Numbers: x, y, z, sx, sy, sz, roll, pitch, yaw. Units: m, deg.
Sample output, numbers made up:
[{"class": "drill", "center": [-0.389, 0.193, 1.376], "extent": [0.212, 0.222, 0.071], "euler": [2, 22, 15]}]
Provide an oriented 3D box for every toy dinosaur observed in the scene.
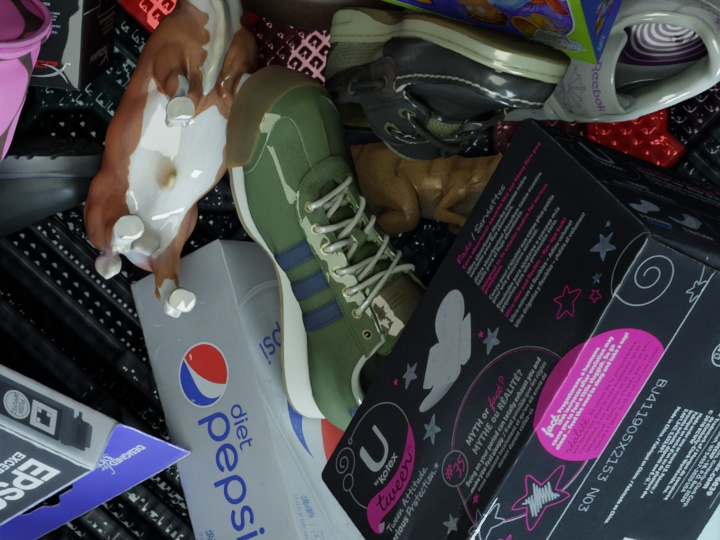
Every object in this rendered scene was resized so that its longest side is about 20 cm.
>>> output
[{"class": "toy dinosaur", "center": [0.010, -0.044, 1.238], "extent": [0.200, 0.060, 0.106], "euler": [11, 101, 14]}]

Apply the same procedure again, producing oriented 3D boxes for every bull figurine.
[{"class": "bull figurine", "center": [-0.088, -0.078, 1.182], "extent": [0.065, 0.121, 0.200], "euler": [11, 114, -15]}]

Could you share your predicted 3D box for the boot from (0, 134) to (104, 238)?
[{"class": "boot", "center": [-0.205, 0.031, 1.278], "extent": [0.165, 0.066, 0.200], "euler": [0, 102, 17]}]

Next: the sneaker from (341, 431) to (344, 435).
[{"class": "sneaker", "center": [-0.022, 0.117, 1.271], "extent": [0.079, 0.075, 0.200], "euler": [18, 106, 6]}]

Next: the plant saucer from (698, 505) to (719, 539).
[{"class": "plant saucer", "center": [0.119, 0.122, 1.195], "extent": [0.201, 0.039, 0.201], "euler": [2, 106, 7]}]

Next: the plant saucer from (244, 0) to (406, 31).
[{"class": "plant saucer", "center": [-0.019, -0.217, 1.203], "extent": [0.200, 0.034, 0.201], "euler": [2, 106, 9]}]

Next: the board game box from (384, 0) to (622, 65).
[{"class": "board game box", "center": [0.014, -0.162, 1.061], "extent": [0.200, 0.134, 0.045], "euler": [19, 79, 16]}]

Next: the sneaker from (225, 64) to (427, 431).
[{"class": "sneaker", "center": [0.000, 0.000, 1.133], "extent": [0.090, 0.067, 0.200], "euler": [23, 137, 40]}]

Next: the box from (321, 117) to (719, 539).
[{"class": "box", "center": [0.098, 0.054, 1.078], "extent": [0.132, 0.115, 0.200], "euler": [16, 112, -36]}]

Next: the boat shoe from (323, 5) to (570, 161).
[{"class": "boat shoe", "center": [0.034, -0.082, 1.103], "extent": [0.072, 0.201, 0.066], "euler": [15, 93, -24]}]

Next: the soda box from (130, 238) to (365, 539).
[{"class": "soda box", "center": [-0.051, 0.088, 1.224], "extent": [0.068, 0.063, 0.200], "euler": [-26, 72, 33]}]

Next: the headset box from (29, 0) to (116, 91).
[{"class": "headset box", "center": [-0.199, -0.202, 1.211], "extent": [0.149, 0.077, 0.200], "euler": [6, 105, 6]}]

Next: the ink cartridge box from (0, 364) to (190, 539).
[{"class": "ink cartridge box", "center": [-0.223, 0.102, 1.210], "extent": [0.200, 0.043, 0.198], "euler": [28, 140, -30]}]

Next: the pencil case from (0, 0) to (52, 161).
[{"class": "pencil case", "center": [-0.221, -0.049, 1.173], "extent": [0.091, 0.094, 0.200], "euler": [34, 115, 23]}]

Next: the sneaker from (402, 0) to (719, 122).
[{"class": "sneaker", "center": [0.093, -0.109, 1.177], "extent": [0.200, 0.100, 0.075], "euler": [-9, 112, 17]}]
